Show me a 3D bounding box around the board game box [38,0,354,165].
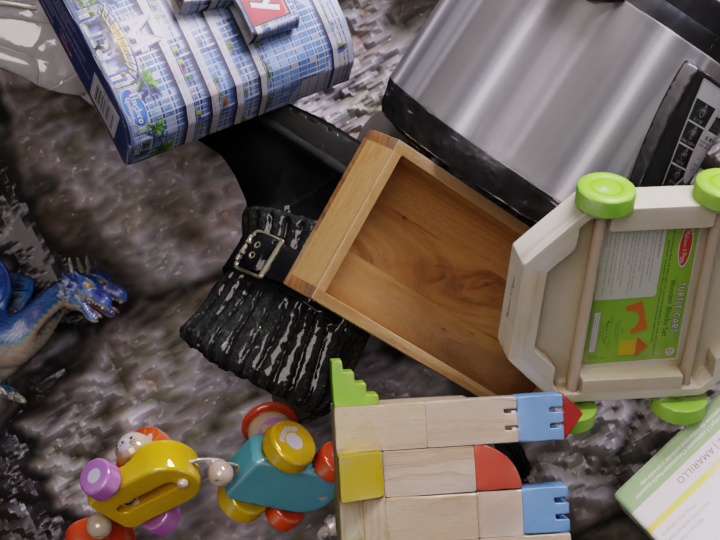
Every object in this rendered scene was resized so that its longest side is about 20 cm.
[{"bbox_3d":[-0.089,-0.189,1.385,0.199,0.062,0.200,-24,74,-21],"label":"board game box"}]

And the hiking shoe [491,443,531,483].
[{"bbox_3d":[0.061,0.193,1.389,0.086,0.074,0.201,-9,69,18],"label":"hiking shoe"}]

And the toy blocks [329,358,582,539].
[{"bbox_3d":[0.056,0.145,1.310,0.136,0.100,0.201,-3,90,-3],"label":"toy blocks"}]

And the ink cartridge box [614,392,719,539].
[{"bbox_3d":[0.265,0.154,1.363,0.145,0.048,0.200,-43,73,0],"label":"ink cartridge box"}]

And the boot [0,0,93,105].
[{"bbox_3d":[-0.146,-0.146,1.446,0.199,0.074,0.096,14,98,-10],"label":"boot"}]

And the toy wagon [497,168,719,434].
[{"bbox_3d":[0.178,0.015,1.326,0.199,0.156,0.040,-3,34,-16],"label":"toy wagon"}]

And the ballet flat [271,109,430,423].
[{"bbox_3d":[0.000,0.000,1.444,0.067,0.046,0.201,16,85,42],"label":"ballet flat"}]

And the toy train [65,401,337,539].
[{"bbox_3d":[-0.096,0.135,1.405,0.199,0.150,0.056,-11,54,1],"label":"toy train"}]

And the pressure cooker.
[{"bbox_3d":[0.128,-0.129,1.360,0.178,0.176,0.200,29,98,-29],"label":"pressure cooker"}]

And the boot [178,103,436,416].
[{"bbox_3d":[-0.062,-0.021,1.419,0.211,0.079,0.158,32,96,43],"label":"boot"}]

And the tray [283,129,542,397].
[{"bbox_3d":[0.058,0.010,1.363,0.037,0.200,0.099,25,85,54],"label":"tray"}]

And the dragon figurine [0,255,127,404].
[{"bbox_3d":[-0.239,0.019,1.475,0.199,0.059,0.100,17,83,24],"label":"dragon figurine"}]
